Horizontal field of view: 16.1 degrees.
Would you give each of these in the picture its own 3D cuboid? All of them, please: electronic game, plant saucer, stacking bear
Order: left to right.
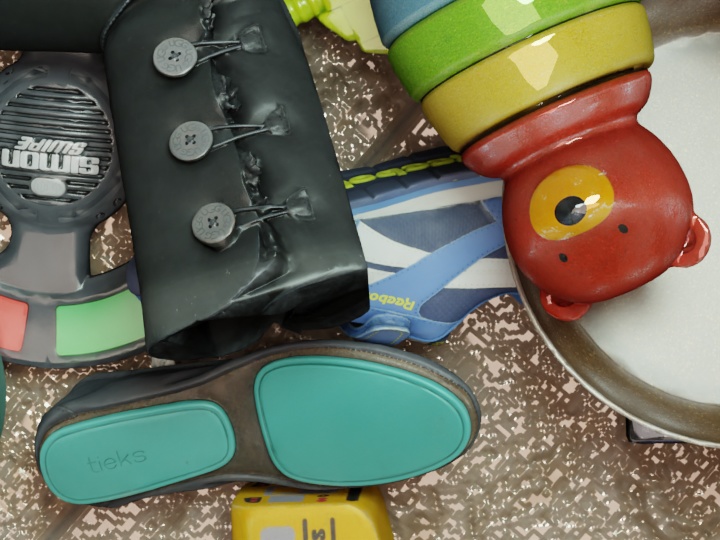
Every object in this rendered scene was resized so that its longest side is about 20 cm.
[{"bbox_3d":[-0.133,-0.056,1.124,0.199,0.042,0.201,0,96,2],"label":"electronic game"},{"bbox_3d":[0.068,-0.082,1.009,0.121,0.114,0.201,-24,86,12],"label":"stacking bear"},{"bbox_3d":[0.158,-0.024,1.069,0.199,0.032,0.201,0,82,0],"label":"plant saucer"}]

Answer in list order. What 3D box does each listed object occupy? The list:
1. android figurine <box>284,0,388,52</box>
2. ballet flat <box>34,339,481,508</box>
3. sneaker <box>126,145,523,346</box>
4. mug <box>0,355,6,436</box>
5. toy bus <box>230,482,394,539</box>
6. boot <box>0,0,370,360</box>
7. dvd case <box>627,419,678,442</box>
[{"bbox_3d":[0.039,-0.170,1.099,0.199,0.041,0.183,-23,95,3],"label":"android figurine"},{"bbox_3d":[-0.044,0.060,1.117,0.199,0.073,0.073,-8,96,11],"label":"ballet flat"},{"bbox_3d":[0.000,0.000,1.095,0.199,0.074,0.083,-11,107,-11],"label":"sneaker"},{"bbox_3d":[-0.248,0.048,1.086,0.152,0.114,0.185,-25,100,19],"label":"mug"},{"bbox_3d":[-0.011,0.196,1.134,0.078,0.065,0.201,-3,96,3],"label":"toy bus"},{"bbox_3d":[-0.094,-0.055,1.039,0.164,0.066,0.201,-20,73,11],"label":"boot"},{"bbox_3d":[0.216,-0.001,1.117,0.199,0.025,0.151,-1,96,2],"label":"dvd case"}]
